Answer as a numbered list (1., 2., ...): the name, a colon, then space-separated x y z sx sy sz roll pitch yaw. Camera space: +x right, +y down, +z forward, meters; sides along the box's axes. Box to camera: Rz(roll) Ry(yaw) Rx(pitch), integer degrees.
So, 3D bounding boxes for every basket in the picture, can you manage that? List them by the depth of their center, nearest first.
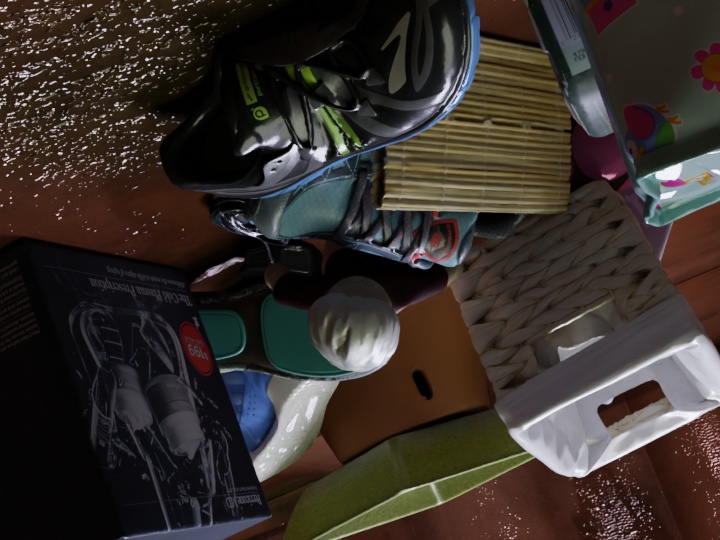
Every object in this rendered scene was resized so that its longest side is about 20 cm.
1. basket: 0.152 0.042 0.953 0.134 0.125 0.200 -28 157 10

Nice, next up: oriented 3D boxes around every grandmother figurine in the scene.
1. grandmother figurine: 0.000 0.000 0.871 0.120 0.061 0.200 -14 -159 9

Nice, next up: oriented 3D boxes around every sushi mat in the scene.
1. sushi mat: 0.065 -0.080 0.798 0.012 0.097 0.199 0 -179 36

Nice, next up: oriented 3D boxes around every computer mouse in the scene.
1. computer mouse: -0.060 -0.021 0.970 0.058 0.035 0.200 4 165 9

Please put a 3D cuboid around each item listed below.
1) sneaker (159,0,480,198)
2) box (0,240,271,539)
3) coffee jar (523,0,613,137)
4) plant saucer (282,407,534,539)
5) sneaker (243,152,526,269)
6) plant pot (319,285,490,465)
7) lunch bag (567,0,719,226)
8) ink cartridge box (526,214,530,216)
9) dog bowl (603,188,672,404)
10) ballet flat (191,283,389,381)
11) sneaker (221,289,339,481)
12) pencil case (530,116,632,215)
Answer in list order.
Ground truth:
1. sneaker: -0.022 -0.083 0.684 0.199 0.072 0.082 -29 171 40
2. box: -0.166 0.094 0.911 0.103 0.184 0.200 -25 167 17
3. coffee jar: 0.185 -0.147 0.722 0.198 0.086 0.104 -23 163 12
4. plant saucer: 0.047 0.171 1.226 0.198 0.048 0.199 -11 163 -39
5. sneaker: 0.025 -0.045 0.825 0.198 0.096 0.080 -14 141 -42
6. plant pot: 0.024 0.074 1.224 0.198 0.142 0.200 -21 167 -5
7. lunch bag: 0.181 -0.133 0.583 0.198 0.172 0.122 -21 166 10
8. ink cartridge box: 0.133 -0.021 1.110 0.037 0.096 0.200 -13 167 6
9. dog bowl: 0.200 0.014 1.155 0.058 0.203 0.200 19 172 11
10. ballet flat: -0.064 0.039 1.028 0.197 0.075 0.074 2 174 18
11. sneaker: -0.084 0.087 1.154 0.076 0.112 0.201 -22 156 -29
12. pencil case: 0.197 -0.090 0.967 0.198 0.091 0.094 -20 132 1
